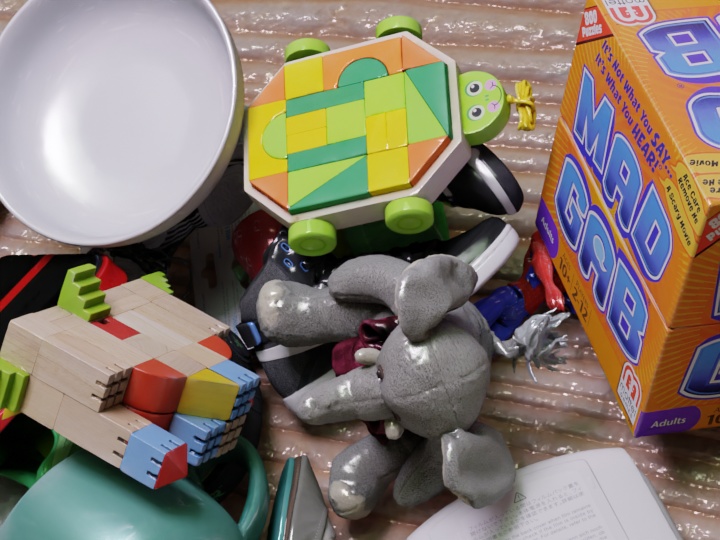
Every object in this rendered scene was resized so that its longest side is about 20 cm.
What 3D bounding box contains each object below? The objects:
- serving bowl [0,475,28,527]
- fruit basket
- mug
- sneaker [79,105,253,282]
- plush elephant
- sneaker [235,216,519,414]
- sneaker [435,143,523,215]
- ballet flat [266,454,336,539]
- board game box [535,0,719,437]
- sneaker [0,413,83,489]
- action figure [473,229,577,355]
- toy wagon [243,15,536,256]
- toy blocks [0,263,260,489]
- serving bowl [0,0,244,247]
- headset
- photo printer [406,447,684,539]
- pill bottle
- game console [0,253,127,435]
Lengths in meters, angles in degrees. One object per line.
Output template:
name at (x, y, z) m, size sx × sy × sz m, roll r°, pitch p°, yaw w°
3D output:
serving bowl at (-0.307, 0.187, 1.258) m, size 0.198 × 0.066 × 0.201 m, roll -8°, pitch 49°, yaw 9°
fruit basket at (-0.032, -0.027, 1.370) m, size 0.199 × 0.094 × 0.186 m, roll -25°, pitch 45°, yaw 16°
mug at (-0.133, 0.185, 1.145) m, size 0.114 × 0.152 × 0.186 m, roll 34°, pitch 94°, yaw 33°
sneaker at (-0.148, -0.063, 1.387) m, size 0.200 × 0.075 × 0.115 m, roll -47°, pitch 35°, yaw 15°
plush elephant at (0.028, 0.068, 1.140) m, size 0.199 × 0.155 × 0.166 m, roll -15°, pitch 89°, yaw 14°
sneaker at (0.000, 0.000, 1.252) m, size 0.199 × 0.112 × 0.073 m, roll -37°, pitch 5°, yaw 11°
sneaker at (0.021, -0.064, 1.283) m, size 0.199 × 0.072 × 0.083 m, roll 25°, pitch 76°, yaw 31°
ballet flat at (-0.040, 0.212, 1.177) m, size 0.063 × 0.068 × 0.201 m, roll 17°, pitch 53°, yaw -5°
board game box at (0.249, -0.044, 1.176) m, size 0.198 × 0.201 × 0.201 m, roll -6°, pitch 46°, yaw -15°
sneaker at (-0.222, 0.093, 1.259) m, size 0.083 × 0.075 × 0.200 m, roll 4°, pitch 24°, yaw -33°
action figure at (0.112, 0.041, 1.269) m, size 0.200 × 0.065 × 0.099 m, roll -41°, pitch 45°, yaw -18°
toy wagon at (0.018, -0.098, 1.233) m, size 0.198 × 0.040 × 0.156 m, roll -12°, pitch 61°, yaw 18°
toy blocks at (-0.129, 0.069, 1.156) m, size 0.136 × 0.101 × 0.200 m, roll 27°, pitch 19°, yaw 18°
serving bowl at (-0.165, -0.109, 1.289) m, size 0.198 × 0.066 × 0.202 m, roll -4°, pitch 77°, yaw 18°
headset at (-0.137, 0.070, 1.281) m, size 0.123 × 0.094 × 0.201 m, roll -22°, pitch 57°, yaw 20°
photo printer at (0.124, 0.202, 1.117) m, size 0.165 × 0.070 × 0.201 m, roll -23°, pitch 44°, yaw -4°
pill bottle at (-0.205, -0.150, 1.437) m, size 0.113 × 0.115 × 0.200 m, roll -11°, pitch 8°, yaw 7°
game console at (-0.261, 0.062, 1.266) m, size 0.176 × 0.031 × 0.200 m, roll -2°, pitch 41°, yaw 52°
